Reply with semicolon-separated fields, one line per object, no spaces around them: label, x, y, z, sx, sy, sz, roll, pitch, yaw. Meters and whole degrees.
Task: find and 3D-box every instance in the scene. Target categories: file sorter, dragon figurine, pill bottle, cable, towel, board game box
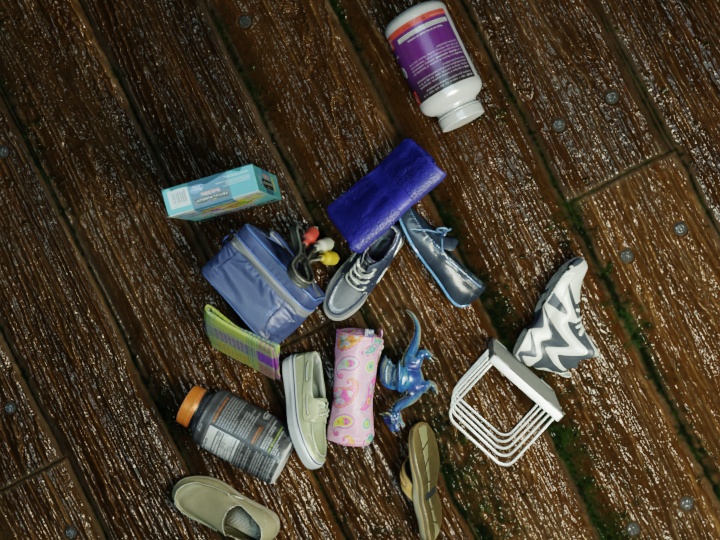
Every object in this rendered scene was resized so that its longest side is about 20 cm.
file sorter;0.227;0.211;1.494;0.139;0.200;0.125;42;98;4
dragon figurine;0.072;0.172;1.555;0.099;0.059;0.201;-9;97;-27
pill bottle;0.128;-0.337;1.538;0.112;0.112;0.201;-25;88;5
cable;-0.086;-0.033;1.520;0.050;0.200;0.097;-38;94;14
towel;-0.194;0.123;1.539;0.143;0.200;0.023;28;70;8
pill bottle;-0.213;0.272;1.580;0.199;0.106;0.107;28;93;4
towel;0.036;-0.129;1.537;0.200;0.148;0.050;-43;121;4
board game box;-0.223;-0.124;1.530;0.150;0.200;0.047;-15;89;6

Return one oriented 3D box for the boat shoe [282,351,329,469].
boat shoe;-0.086;0.231;1.560;0.062;0.072;0.201;-22;69;23

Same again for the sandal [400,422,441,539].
sandal;0.097;0.360;1.569;0.054;0.080;0.201;-3;95;30

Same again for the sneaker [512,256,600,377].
sneaker;0.356;0.088;1.540;0.129;0.079;0.200;29;89;-1

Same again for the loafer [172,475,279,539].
loafer;-0.236;0.415;1.602;0.199;0.068;0.076;19;92;5

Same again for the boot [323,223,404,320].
boot;0.000;0.000;1.564;0.073;0.090;0.200;35;93;4

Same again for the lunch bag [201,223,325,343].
lunch bag;-0.160;0.011;1.558;0.132;0.136;0.200;-43;85;4

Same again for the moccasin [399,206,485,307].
moccasin;0.139;-0.035;1.563;0.068;0.081;0.200;-34;100;19

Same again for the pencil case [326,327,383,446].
pencil case;-0.009;0.195;1.571;0.087;0.087;0.201;6;90;5
